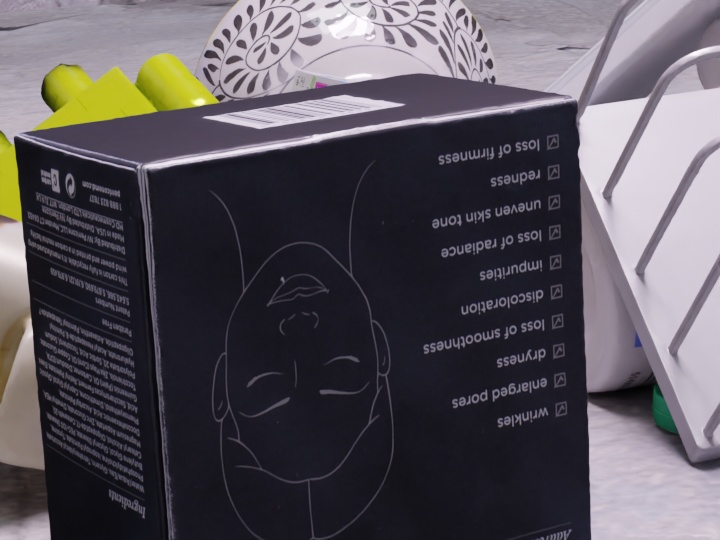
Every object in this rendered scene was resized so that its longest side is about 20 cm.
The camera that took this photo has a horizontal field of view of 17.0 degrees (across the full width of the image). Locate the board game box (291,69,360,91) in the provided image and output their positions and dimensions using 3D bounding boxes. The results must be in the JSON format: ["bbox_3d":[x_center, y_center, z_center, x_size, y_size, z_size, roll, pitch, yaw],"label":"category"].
[{"bbox_3d":[0.074,-0.075,1.358,0.199,0.034,0.134,8,6,-24],"label":"board game box"}]

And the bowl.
[{"bbox_3d":[-0.004,-0.085,1.479,0.199,0.202,0.094,-4,21,-6],"label":"bowl"}]

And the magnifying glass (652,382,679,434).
[{"bbox_3d":[0.236,0.056,1.217,0.199,0.023,0.079,-12,15,-27],"label":"magnifying glass"}]

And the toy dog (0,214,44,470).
[{"bbox_3d":[-0.168,0.012,1.136,0.199,0.195,0.140,-11,1,-8],"label":"toy dog"}]

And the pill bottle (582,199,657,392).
[{"bbox_3d":[0.201,-0.004,1.269,0.199,0.115,0.114,-7,13,-18],"label":"pill bottle"}]

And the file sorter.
[{"bbox_3d":[0.201,-0.036,1.145,0.138,0.125,0.201,-9,58,-19],"label":"file sorter"}]

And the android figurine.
[{"bbox_3d":[-0.155,-0.043,1.340,0.182,0.041,0.200,-37,41,-4],"label":"android figurine"}]

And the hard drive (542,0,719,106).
[{"bbox_3d":[0.165,-0.126,1.502,0.200,0.027,0.132,-41,-12,15],"label":"hard drive"}]

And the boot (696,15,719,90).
[{"bbox_3d":[0.293,-0.095,1.442,0.090,0.073,0.200,24,7,-42],"label":"boot"}]

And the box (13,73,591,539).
[{"bbox_3d":[-0.020,0.033,0.964,0.199,0.198,0.124,-10,13,-30],"label":"box"}]
